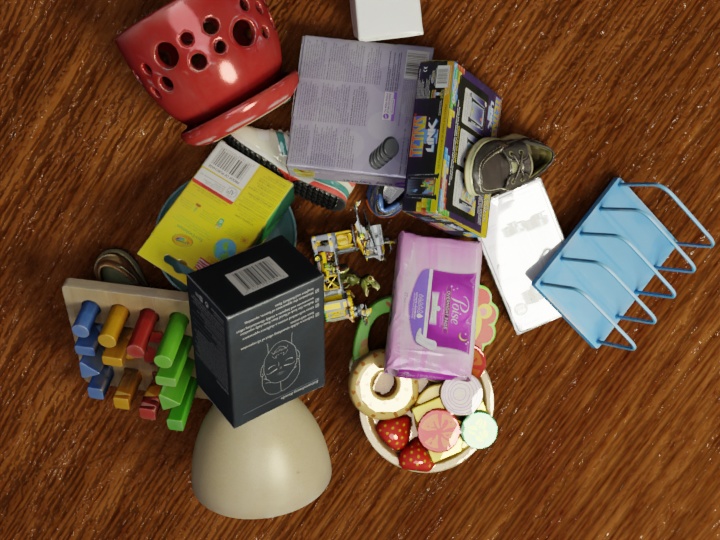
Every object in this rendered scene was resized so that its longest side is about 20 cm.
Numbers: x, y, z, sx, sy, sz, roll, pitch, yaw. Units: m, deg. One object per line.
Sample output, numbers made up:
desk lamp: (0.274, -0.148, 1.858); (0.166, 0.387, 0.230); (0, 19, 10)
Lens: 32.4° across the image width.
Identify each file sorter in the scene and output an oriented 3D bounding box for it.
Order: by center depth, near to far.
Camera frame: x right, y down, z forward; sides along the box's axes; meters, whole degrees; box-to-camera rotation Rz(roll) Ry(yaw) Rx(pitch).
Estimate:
file sorter: (0.365, -0.007, 1.696); (0.139, 0.123, 0.200); (44, 78, -19)

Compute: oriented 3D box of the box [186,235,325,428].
box: (-0.134, 0.081, 1.634); (0.148, 0.107, 0.201); (-24, 135, -28)

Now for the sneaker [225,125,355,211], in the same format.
sneaker: (-0.090, -0.166, 1.730); (0.199, 0.070, 0.094); (29, 71, 5)

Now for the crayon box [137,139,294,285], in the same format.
crayon box: (-0.196, -0.063, 1.687); (0.127, 0.051, 0.200); (32, 71, 11)

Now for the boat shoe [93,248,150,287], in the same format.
boat shoe: (-0.315, 0.062, 1.765); (0.075, 0.074, 0.200); (-37, 101, 7)

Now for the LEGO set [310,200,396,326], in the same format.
LEGO set: (0.000, 0.000, 1.706); (0.115, 0.200, 0.155); (-11, 80, 0)

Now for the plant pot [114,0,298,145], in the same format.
plant pot: (-0.195, -0.274, 1.627); (0.199, 0.201, 0.183); (-27, 103, 5)

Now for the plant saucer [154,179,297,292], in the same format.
plant saucer: (-0.187, -0.042, 1.726); (0.198, 0.036, 0.201); (0, 69, -1)

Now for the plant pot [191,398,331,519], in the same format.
plant pot: (-0.144, 0.231, 1.728); (0.199, 0.201, 0.135); (-4, 116, 0)

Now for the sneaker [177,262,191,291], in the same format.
sneaker: (-0.217, 0.072, 1.765); (0.110, 0.077, 0.201); (-9, 99, -5)

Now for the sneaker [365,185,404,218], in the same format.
sneaker: (0.076, -0.155, 1.719); (0.075, 0.078, 0.201); (26, 101, -7)

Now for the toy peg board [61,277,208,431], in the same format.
toy peg board: (-0.312, 0.124, 1.707); (0.198, 0.098, 0.201); (7, 134, 7)

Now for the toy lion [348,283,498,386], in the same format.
toy lion: (0.094, 0.087, 1.788); (0.198, 0.069, 0.193); (10, 96, -3)

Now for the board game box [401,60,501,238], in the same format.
board game box: (0.124, -0.158, 1.646); (0.056, 0.165, 0.202); (3, 81, 28)

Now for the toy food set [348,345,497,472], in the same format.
toy food set: (0.094, 0.184, 1.737); (0.197, 0.049, 0.201); (-23, 92, -2)

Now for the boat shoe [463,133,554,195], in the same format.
boat shoe: (0.201, -0.146, 1.662); (0.064, 0.200, 0.074); (6, 111, 30)

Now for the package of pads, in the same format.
package of pads: (0.101, 0.050, 1.694); (0.120, 0.076, 0.202); (7, 77, -1)

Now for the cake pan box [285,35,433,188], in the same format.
cake pan box: (0.001, -0.218, 1.674); (0.183, 0.052, 0.202); (5, 78, 3)

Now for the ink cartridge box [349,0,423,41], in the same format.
ink cartridge box: (0.026, -0.377, 1.607); (0.087, 0.200, 0.146); (-7, 102, -3)

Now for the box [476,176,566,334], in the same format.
box: (0.234, -0.025, 1.760); (0.116, 0.060, 0.201); (-23, 103, 5)
